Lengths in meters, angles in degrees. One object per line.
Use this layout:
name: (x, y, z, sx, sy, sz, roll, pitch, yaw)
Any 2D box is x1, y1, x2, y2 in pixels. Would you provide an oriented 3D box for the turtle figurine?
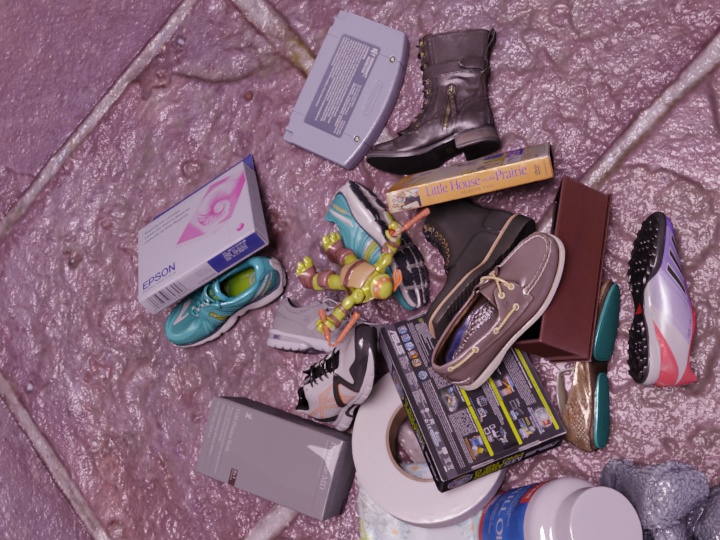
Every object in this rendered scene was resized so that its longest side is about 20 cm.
turtle figurine: (0.000, 0.000, 0.935, 0.160, 0.064, 0.202, 22, 75, 52)

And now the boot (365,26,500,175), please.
boot: (0.095, -0.230, 1.019, 0.195, 0.069, 0.179, -10, 75, 12)

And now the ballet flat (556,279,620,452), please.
ballet flat: (0.267, 0.110, 0.908, 0.064, 0.070, 0.205, 2, 79, 41)

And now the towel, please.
towel: (0.080, 0.345, 0.947, 0.167, 0.048, 0.206, -5, 81, 17)

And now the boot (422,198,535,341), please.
boot: (0.109, -0.010, 0.941, 0.137, 0.079, 0.200, 26, 54, 33)

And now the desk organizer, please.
desk organizer: (0.233, -0.001, 0.895, 0.076, 0.071, 0.205, 18, 75, -24)

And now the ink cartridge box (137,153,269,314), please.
ink cartridge box: (-0.228, -0.065, 1.065, 0.194, 0.043, 0.203, -31, 46, 13)

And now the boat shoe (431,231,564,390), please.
boat shoe: (0.151, 0.040, 0.844, 0.202, 0.059, 0.072, -55, 41, 9)

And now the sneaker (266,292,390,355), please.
sneaker: (-0.033, 0.070, 1.009, 0.195, 0.075, 0.084, 3, 81, 17)

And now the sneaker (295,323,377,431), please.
sneaker: (-0.030, 0.134, 0.938, 0.078, 0.202, 0.075, 15, 47, -9)

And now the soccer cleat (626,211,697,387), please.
soccer cleat: (0.359, 0.034, 0.893, 0.071, 0.068, 0.206, 6, 80, -5)

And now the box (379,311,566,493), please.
box: (0.127, 0.137, 0.902, 0.157, 0.045, 0.203, -18, 60, -11)

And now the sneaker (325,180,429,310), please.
sneaker: (0.022, -0.026, 1.016, 0.080, 0.077, 0.202, -46, 65, 27)

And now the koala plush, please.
koala plush: (0.370, 0.277, 0.816, 0.194, 0.184, 0.182, -3, 90, -3)

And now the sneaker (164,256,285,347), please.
sneaker: (-0.199, 0.036, 1.061, 0.198, 0.079, 0.079, -33, 73, 13)

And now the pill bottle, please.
pill bottle: (0.212, 0.284, 0.818, 0.109, 0.200, 0.115, 6, 67, -14)

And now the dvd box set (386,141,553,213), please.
dvd box set: (0.139, -0.116, 0.940, 0.195, 0.146, 0.030, -12, 101, 16)

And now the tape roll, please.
tape roll: (0.085, 0.209, 0.936, 0.198, 0.037, 0.207, -8, 62, 14)

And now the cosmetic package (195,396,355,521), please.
cosmetic package: (-0.107, 0.244, 1.005, 0.196, 0.090, 0.110, 12, 85, 23)

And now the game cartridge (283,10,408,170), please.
game cartridge: (-0.015, -0.251, 1.069, 0.131, 0.041, 0.204, 26, 91, 16)
